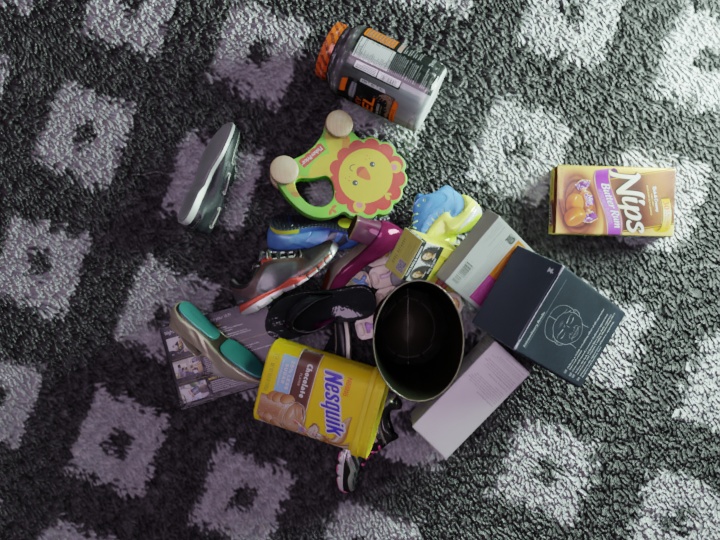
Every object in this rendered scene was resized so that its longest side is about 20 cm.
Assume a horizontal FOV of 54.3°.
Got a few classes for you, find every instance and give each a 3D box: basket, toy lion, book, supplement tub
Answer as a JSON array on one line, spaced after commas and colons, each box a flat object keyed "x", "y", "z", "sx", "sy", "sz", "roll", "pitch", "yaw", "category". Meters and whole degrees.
[{"x": 0.081, "y": 0.098, "z": 1.128, "sx": 0.135, "sy": 0.200, "sz": 0.181, "roll": -2, "pitch": 93, "yaw": -2, "category": "basket"}, {"x": -0.028, "y": -0.159, "z": 1.205, "sx": 0.200, "sy": 0.069, "sz": 0.192, "roll": -41, "pitch": 91, "yaw": -10, "category": "toy lion"}, {"x": 0.226, "y": 0.007, "z": 1.153, "sx": 0.134, "sy": 0.048, "sz": 0.200, "roll": -51, "pitch": 131, "yaw": 3, "category": "book"}, {"x": 0.033, "y": -0.329, "z": 1.181, "sx": 0.199, "sy": 0.123, "sz": 0.123, "roll": 27, "pitch": 92, "yaw": 3, "category": "supplement tub"}]

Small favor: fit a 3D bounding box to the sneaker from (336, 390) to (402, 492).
[{"x": 0.019, "y": 0.294, "z": 1.217, "sx": 0.087, "sy": 0.074, "sz": 0.201, "roll": 17, "pitch": 87, "yaw": 9, "category": "sneaker"}]

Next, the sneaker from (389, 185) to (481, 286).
[{"x": 0.108, "y": -0.065, "z": 1.206, "sx": 0.200, "sy": 0.076, "sz": 0.105, "roll": -41, "pitch": 72, "yaw": -4, "category": "sneaker"}]

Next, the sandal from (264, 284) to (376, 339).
[{"x": -0.072, "y": 0.069, "z": 1.169, "sx": 0.199, "sy": 0.048, "sz": 0.076, "roll": -17, "pitch": 104, "yaw": 13, "category": "sandal"}]

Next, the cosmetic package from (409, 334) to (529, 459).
[{"x": 0.180, "y": 0.209, "z": 1.191, "sx": 0.085, "sy": 0.108, "sz": 0.200, "roll": 42, "pitch": 94, "yaw": 1, "category": "cosmetic package"}]

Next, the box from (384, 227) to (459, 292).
[{"x": 0.135, "y": -0.009, "z": 1.145, "sx": 0.050, "sy": 0.199, "sz": 0.075, "roll": 43, "pitch": 110, "yaw": 43, "category": "box"}]

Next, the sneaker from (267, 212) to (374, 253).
[{"x": -0.063, "y": -0.056, "z": 1.230, "sx": 0.199, "sy": 0.066, "sz": 0.079, "roll": -1, "pitch": 126, "yaw": -6, "category": "sneaker"}]

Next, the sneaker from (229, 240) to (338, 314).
[{"x": -0.132, "y": -0.006, "z": 1.173, "sx": 0.199, "sy": 0.077, "sz": 0.082, "roll": -32, "pitch": 94, "yaw": -2, "category": "sneaker"}]

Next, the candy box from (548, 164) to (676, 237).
[{"x": 0.428, "y": -0.117, "z": 1.198, "sx": 0.199, "sy": 0.056, "sz": 0.117, "roll": 1, "pitch": 90, "yaw": 2, "category": "candy box"}]

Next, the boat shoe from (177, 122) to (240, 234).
[{"x": -0.253, "y": -0.161, "z": 1.232, "sx": 0.060, "sy": 0.075, "sz": 0.201, "roll": 30, "pitch": 82, "yaw": -36, "category": "boat shoe"}]

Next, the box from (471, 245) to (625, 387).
[{"x": 0.305, "y": 0.077, "z": 1.135, "sx": 0.200, "sy": 0.107, "sz": 0.149, "roll": 30, "pitch": 93, "yaw": -37, "category": "box"}]

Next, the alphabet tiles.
[{"x": 0.074, "y": 0.042, "z": 1.240, "sx": 0.195, "sy": 0.015, "sz": 0.201, "roll": -15, "pitch": 90, "yaw": 3, "category": "alphabet tiles"}]

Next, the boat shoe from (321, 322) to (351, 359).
[{"x": -0.046, "y": 0.161, "z": 1.219, "sx": 0.067, "sy": 0.072, "sz": 0.201, "roll": 2, "pitch": 93, "yaw": -1, "category": "boat shoe"}]

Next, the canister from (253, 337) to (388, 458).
[{"x": -0.062, "y": 0.206, "z": 1.153, "sx": 0.199, "sy": 0.087, "sz": 0.149, "roll": 16, "pitch": 97, "yaw": 10, "category": "canister"}]

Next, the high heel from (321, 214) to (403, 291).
[{"x": 0.000, "y": 0.000, "z": 1.201, "sx": 0.096, "sy": 0.068, "sz": 0.200, "roll": 18, "pitch": 126, "yaw": -15, "category": "high heel"}]

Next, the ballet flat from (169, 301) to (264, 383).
[{"x": -0.247, "y": 0.134, "z": 1.187, "sx": 0.200, "sy": 0.069, "sz": 0.070, "roll": 42, "pitch": 93, "yaw": 6, "category": "ballet flat"}]

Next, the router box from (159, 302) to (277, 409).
[{"x": -0.237, "y": 0.144, "z": 1.239, "sx": 0.199, "sy": 0.051, "sz": 0.150, "roll": -16, "pitch": 88, "yaw": 3, "category": "router box"}]
